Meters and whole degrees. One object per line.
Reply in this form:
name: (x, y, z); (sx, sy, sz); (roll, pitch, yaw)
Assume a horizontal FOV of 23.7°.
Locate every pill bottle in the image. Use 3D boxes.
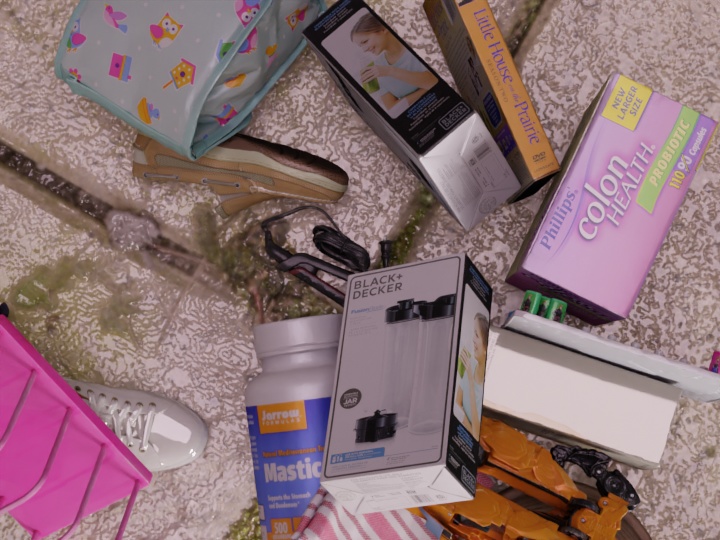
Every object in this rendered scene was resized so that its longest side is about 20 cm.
pill bottle: (-0.042, 0.143, 1.492); (0.111, 0.112, 0.202); (-8, 87, 1)

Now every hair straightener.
hair straightener: (0.000, 0.000, 1.542); (0.199, 0.041, 0.077); (31, 88, 7)

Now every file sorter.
file sorter: (-0.300, 0.170, 1.430); (0.138, 0.126, 0.200); (-28, 116, 25)

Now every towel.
towel: (0.030, 0.204, 1.453); (0.147, 0.030, 0.200); (51, 52, -24)

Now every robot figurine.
robot figurine: (0.134, 0.194, 1.426); (0.199, 0.058, 0.145); (28, 57, 4)

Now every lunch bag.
lunch bag: (-0.153, -0.210, 1.499); (0.170, 0.122, 0.201); (32, 82, 18)

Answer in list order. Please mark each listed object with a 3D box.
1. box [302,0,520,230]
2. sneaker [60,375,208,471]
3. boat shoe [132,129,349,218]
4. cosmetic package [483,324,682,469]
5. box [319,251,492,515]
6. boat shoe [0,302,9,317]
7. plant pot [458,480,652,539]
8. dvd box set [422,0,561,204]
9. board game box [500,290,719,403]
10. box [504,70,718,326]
box: (0.041, -0.137, 1.454); (0.060, 0.117, 0.200); (-39, 52, -1)
sneaker: (-0.235, 0.135, 1.512); (0.198, 0.085, 0.073); (10, 85, 1)
boat shoe: (-0.110, -0.083, 1.536); (0.198, 0.072, 0.077); (17, 98, 13)
cosmetic package: (0.168, 0.108, 1.492); (0.199, 0.104, 0.074); (19, 82, 4)
box: (0.039, 0.091, 1.401); (0.116, 0.060, 0.201); (-10, 52, 27)
boat shoe: (-0.382, 0.099, 1.532); (0.200, 0.093, 0.075); (-37, 120, 22)
plant pot: (0.171, 0.284, 1.489); (0.199, 0.093, 0.203); (0, 86, 0)
dvd box set: (0.111, -0.162, 1.490); (0.029, 0.146, 0.201); (-23, 85, -6)
board game box: (0.219, 0.066, 1.445); (0.198, 0.200, 0.026); (18, 83, 2)
box: (0.208, -0.054, 1.454); (0.096, 0.200, 0.177); (26, 87, 3)
